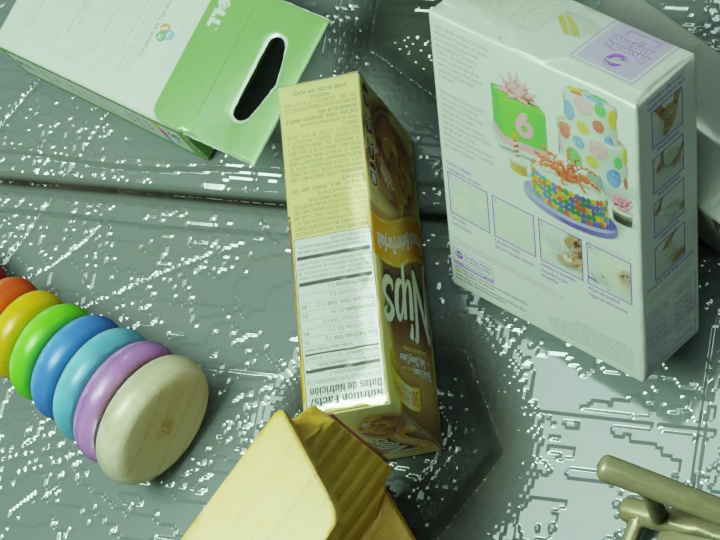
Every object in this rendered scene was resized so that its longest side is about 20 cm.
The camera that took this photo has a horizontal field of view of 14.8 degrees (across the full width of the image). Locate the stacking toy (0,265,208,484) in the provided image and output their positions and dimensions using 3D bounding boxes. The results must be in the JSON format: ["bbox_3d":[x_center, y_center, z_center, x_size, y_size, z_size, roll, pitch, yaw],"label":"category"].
[{"bbox_3d":[-0.188,0.044,1.672,0.200,0.085,0.085,33,85,27],"label":"stacking toy"}]

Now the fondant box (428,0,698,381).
[{"bbox_3d":[0.114,-0.053,1.530,0.144,0.200,0.058,28,53,33],"label":"fondant box"}]

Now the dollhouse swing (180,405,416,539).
[{"bbox_3d":[0.003,0.207,1.493,0.176,0.200,0.182,35,86,24],"label":"dollhouse swing"}]

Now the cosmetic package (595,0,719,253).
[{"bbox_3d":[0.204,-0.065,1.569,0.200,0.107,0.090,36,87,25],"label":"cosmetic package"}]

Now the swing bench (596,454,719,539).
[{"bbox_3d":[0.195,0.231,1.471,0.200,0.130,0.199,18,79,16],"label":"swing bench"}]

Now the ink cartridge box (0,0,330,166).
[{"bbox_3d":[-0.116,-0.139,1.713,0.200,0.059,0.104,26,83,22],"label":"ink cartridge box"}]

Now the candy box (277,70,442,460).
[{"bbox_3d":[0.000,0.000,1.604,0.055,0.115,0.201,-11,71,14],"label":"candy box"}]
